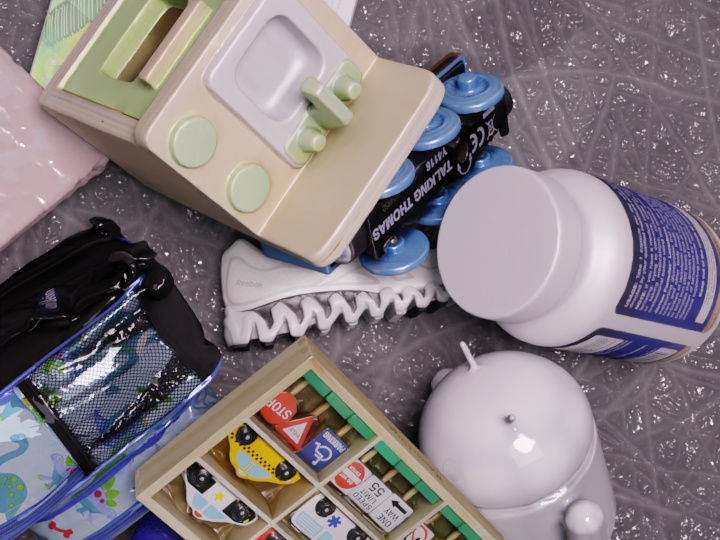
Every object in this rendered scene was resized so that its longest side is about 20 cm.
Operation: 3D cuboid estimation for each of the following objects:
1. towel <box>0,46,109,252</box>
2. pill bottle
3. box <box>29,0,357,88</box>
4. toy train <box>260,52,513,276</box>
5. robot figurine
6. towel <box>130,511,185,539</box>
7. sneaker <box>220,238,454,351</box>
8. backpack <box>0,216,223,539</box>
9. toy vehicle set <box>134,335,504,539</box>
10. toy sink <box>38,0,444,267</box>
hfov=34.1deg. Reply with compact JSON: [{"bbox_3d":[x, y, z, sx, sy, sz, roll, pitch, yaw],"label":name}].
[{"bbox_3d":[-0.284,-0.083,0.706,0.200,0.032,0.191,45,55,-6],"label":"towel"},{"bbox_3d":[0.148,-0.003,0.773,0.200,0.116,0.116,12,85,-46],"label":"pill bottle"},{"bbox_3d":[-0.112,-0.159,0.806,0.200,0.036,0.144,15,85,-9],"label":"box"},{"bbox_3d":[0.019,-0.074,0.775,0.200,0.114,0.087,-45,137,-36],"label":"toy train"},{"bbox_3d":[0.104,0.131,0.778,0.113,0.170,0.200,-37,135,-14],"label":"robot figurine"},{"bbox_3d":[-0.128,0.231,0.702,0.050,0.200,0.148,-4,114,12],"label":"towel"},{"bbox_3d":[0.000,0.000,0.811,0.200,0.075,0.081,-10,82,-12],"label":"sneaker"},{"bbox_3d":[-0.186,0.085,0.709,0.200,0.183,0.147,-36,109,-13],"label":"backpack"},{"bbox_3d":[-0.016,0.143,0.680,0.124,0.027,0.200,-40,117,6],"label":"toy vehicle set"},{"bbox_3d":[-0.076,-0.105,0.681,0.112,0.200,0.130,40,80,-43],"label":"toy sink"}]
